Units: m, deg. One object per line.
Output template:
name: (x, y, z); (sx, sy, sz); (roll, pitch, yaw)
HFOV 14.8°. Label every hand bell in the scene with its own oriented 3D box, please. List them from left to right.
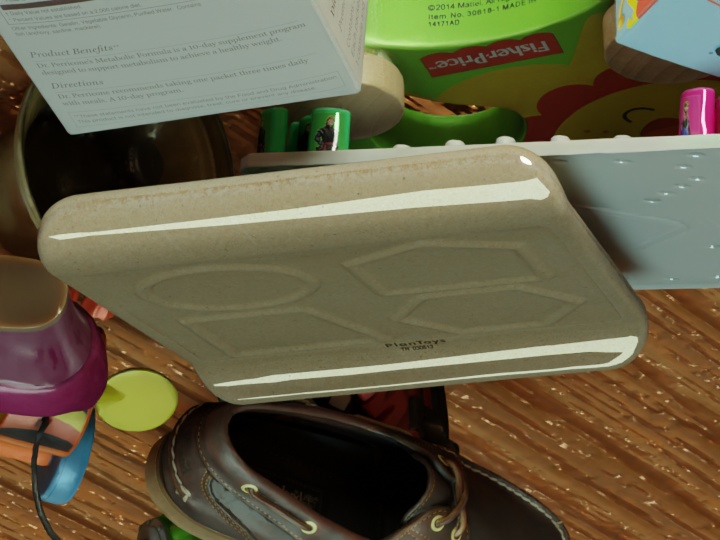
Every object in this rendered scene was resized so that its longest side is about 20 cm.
hand bell: (-0.153, -0.023, 1.134); (0.104, 0.104, 0.200); (29, 152, -34)

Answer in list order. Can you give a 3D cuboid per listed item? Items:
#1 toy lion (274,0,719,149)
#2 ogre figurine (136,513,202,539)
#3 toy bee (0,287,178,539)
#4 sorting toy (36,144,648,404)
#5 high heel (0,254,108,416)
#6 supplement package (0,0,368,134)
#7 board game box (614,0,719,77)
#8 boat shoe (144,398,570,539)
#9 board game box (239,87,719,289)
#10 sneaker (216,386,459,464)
toy lion: (0.087, -0.066, 1.061); (0.200, 0.069, 0.192); (-9, 153, 17)
ogre figurine: (-0.033, 0.134, 1.321); (0.120, 0.098, 0.200); (-3, -169, 17)
toy bee: (-0.131, 0.048, 1.177); (0.131, 0.200, 0.109); (11, 107, -41)
sorting toy: (0.000, 0.000, 1.018); (0.185, 0.037, 0.200); (-6, 160, 14)
high heel: (-0.198, 0.021, 1.077); (0.200, 0.067, 0.096); (13, 154, 11)
supplement package: (-0.077, -0.150, 0.886); (0.109, 0.114, 0.200); (-7, 146, 17)
board game box: (0.174, -0.151, 0.879); (0.105, 0.103, 0.200); (17, 144, -23)
boat shoe: (0.010, 0.102, 1.177); (0.200, 0.070, 0.070); (16, 149, -27)
board game box: (0.087, -0.027, 1.026); (0.200, 0.026, 0.200); (-1, 166, 25)
sneaker: (-0.026, 0.030, 1.195); (0.098, 0.071, 0.200); (-10, 146, 14)
